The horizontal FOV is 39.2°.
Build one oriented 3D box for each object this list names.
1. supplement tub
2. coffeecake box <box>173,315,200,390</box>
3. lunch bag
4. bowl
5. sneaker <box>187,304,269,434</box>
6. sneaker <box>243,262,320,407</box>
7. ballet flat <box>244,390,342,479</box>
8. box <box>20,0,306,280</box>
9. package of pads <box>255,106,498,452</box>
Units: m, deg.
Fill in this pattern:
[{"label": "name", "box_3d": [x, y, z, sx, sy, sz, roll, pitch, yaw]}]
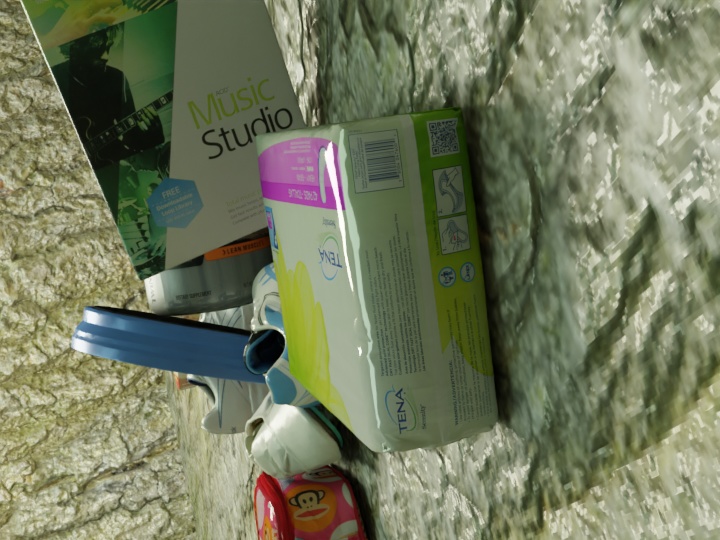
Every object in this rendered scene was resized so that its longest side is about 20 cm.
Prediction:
[{"label": "supplement tub", "box_3d": [-0.144, -0.068, 0.896, 0.122, 0.121, 0.203, -168, 67, -73]}, {"label": "coffeecake box", "box_3d": [-0.239, 0.041, 1.399, 0.201, 0.072, 0.154, 97, 156, -49]}, {"label": "lunch bag", "box_3d": [-0.036, 0.260, 0.826, 0.176, 0.081, 0.203, 175, 86, -78]}, {"label": "bowl", "box_3d": [-0.155, 0.065, 0.902, 0.200, 0.198, 0.040, 180, 101, -74]}, {"label": "sneaker", "box_3d": [-0.145, 0.076, 1.063, 0.075, 0.086, 0.202, 119, 139, -69]}, {"label": "sneaker", "box_3d": [-0.061, 0.043, 0.773, 0.200, 0.072, 0.073, -135, 35, -66]}, {"label": "ballet flat", "box_3d": [-0.060, 0.135, 0.810, 0.200, 0.069, 0.070, 169, 90, -79]}, {"label": "box", "box_3d": [-0.116, -0.112, 0.657, 0.036, 0.143, 0.202, 37, 149, 65]}, {"label": "package of pads", "box_3d": [0.000, 0.000, 0.530, 0.200, 0.067, 0.157, -161, 62, -73]}]
